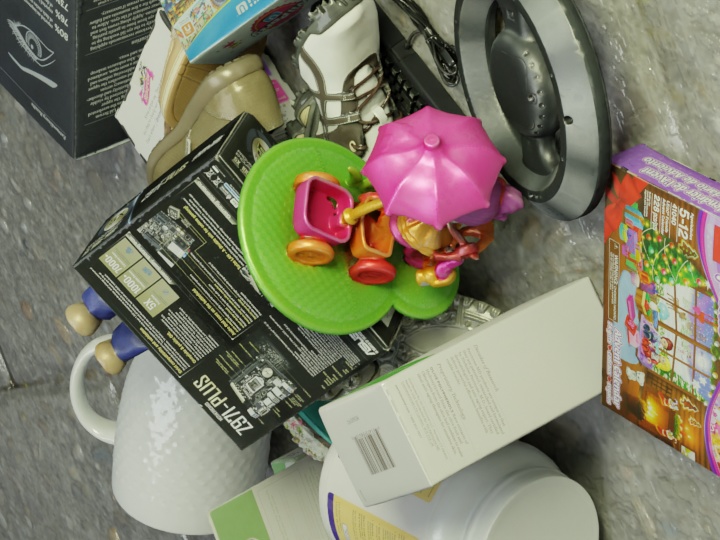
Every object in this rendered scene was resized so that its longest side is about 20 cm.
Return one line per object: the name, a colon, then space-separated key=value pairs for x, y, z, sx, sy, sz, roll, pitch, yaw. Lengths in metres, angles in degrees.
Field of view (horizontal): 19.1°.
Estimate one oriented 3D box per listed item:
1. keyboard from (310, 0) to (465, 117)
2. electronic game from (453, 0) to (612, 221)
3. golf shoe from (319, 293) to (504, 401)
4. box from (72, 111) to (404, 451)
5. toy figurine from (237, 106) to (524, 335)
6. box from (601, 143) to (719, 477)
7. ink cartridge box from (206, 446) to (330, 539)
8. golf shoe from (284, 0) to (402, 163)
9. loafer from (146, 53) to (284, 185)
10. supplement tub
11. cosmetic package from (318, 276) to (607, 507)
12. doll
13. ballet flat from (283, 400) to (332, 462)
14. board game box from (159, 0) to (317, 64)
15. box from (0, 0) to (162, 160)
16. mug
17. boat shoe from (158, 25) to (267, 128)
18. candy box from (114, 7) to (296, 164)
keyboard: x=0.028 y=-0.161 z=1.639 sx=0.200 sy=0.021 sz=0.127 roll=52 pitch=147 yaw=20
electronic game: x=0.118 y=-0.131 z=1.477 sx=0.201 sy=0.041 sz=0.200 roll=90 pitch=154 yaw=-45
golf shoe: x=0.049 y=0.058 z=1.713 sx=0.199 sy=0.097 sz=0.079 roll=-6 pitch=88 yaw=32
box: x=-0.089 y=0.010 z=1.641 sx=0.163 sy=0.086 sz=0.200 roll=-36 pitch=104 yaw=28
toy figurine: x=0.043 y=-0.042 z=1.522 sx=0.184 sy=0.199 sz=0.151 roll=-25 pitch=53 yaw=51
box: x=0.223 y=0.030 z=1.449 sx=0.137 sy=0.039 sz=0.202 roll=31 pitch=135 yaw=44
ink cartridge box: x=-0.041 y=0.230 z=1.841 sx=0.048 sy=0.199 sz=0.147 roll=-8 pitch=105 yaw=56
golf shoe: x=-0.001 y=-0.138 z=1.621 sx=0.094 sy=0.078 sz=0.200 roll=44 pitch=159 yaw=18
loafer: x=-0.116 y=-0.094 z=1.717 sx=0.068 sy=0.076 sz=0.200 roll=58 pitch=151 yaw=15
supplement tub: x=0.076 y=0.191 z=1.685 sx=0.199 sy=0.145 sz=0.147 roll=21 pitch=128 yaw=50
cosmetic package: x=0.085 y=0.088 z=1.546 sx=0.107 sy=0.199 sz=0.085 roll=-28 pitch=89 yaw=58
doll: x=-0.147 y=0.004 z=1.733 sx=0.200 sy=0.048 sz=0.137 roll=-40 pitch=85 yaw=29
ballet flat: x=-0.074 y=0.083 z=1.781 sx=0.201 sy=0.075 sz=0.064 roll=54 pitch=151 yaw=2
board game box: x=-0.105 y=-0.282 z=1.643 sx=0.147 sy=0.064 sz=0.201 roll=-31 pitch=80 yaw=26
box: x=-0.256 y=-0.230 z=1.951 sx=0.148 sy=0.104 sz=0.201 roll=43 pitch=143 yaw=32
mug: x=-0.178 y=0.126 z=2.006 sx=0.198 sy=0.148 sz=0.177 roll=15 pitch=120 yaw=10
boat shoe: x=-0.115 y=-0.211 z=1.737 sx=0.069 sy=0.073 sz=0.201 roll=44 pitch=113 yaw=45
candy box: x=-0.117 y=-0.112 z=1.847 sx=0.201 sy=0.071 sz=0.168 roll=56 pitch=148 yaw=15
